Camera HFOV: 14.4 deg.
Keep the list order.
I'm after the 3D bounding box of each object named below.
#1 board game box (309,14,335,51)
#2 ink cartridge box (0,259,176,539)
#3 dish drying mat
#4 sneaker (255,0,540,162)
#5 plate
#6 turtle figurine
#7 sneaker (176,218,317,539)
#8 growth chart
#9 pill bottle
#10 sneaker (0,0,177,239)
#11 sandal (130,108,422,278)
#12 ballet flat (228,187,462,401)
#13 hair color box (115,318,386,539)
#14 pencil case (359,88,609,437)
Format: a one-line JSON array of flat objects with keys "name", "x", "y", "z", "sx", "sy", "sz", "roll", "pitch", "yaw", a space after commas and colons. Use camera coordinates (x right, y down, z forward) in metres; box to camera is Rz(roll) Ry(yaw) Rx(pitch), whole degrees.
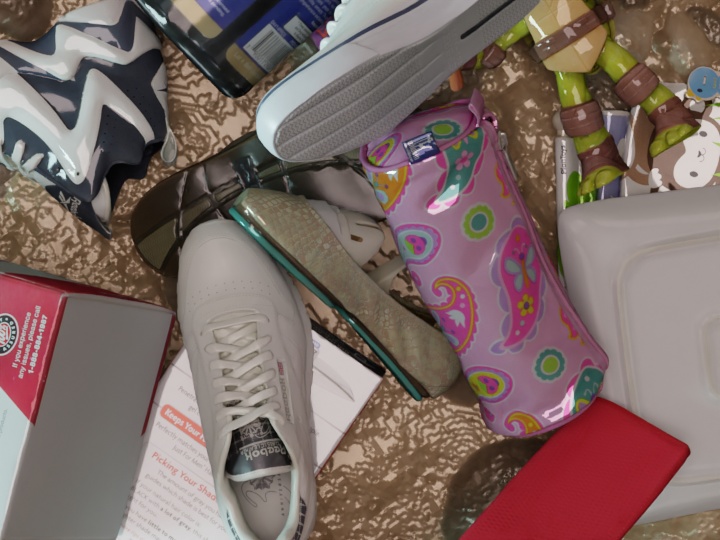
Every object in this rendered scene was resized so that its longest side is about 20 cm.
[{"name": "board game box", "x": -0.019, "y": -0.230, "z": 1.703, "sx": 0.120, "sy": 0.032, "sz": 0.200, "roll": -32, "pitch": 91, "yaw": -1}, {"name": "ink cartridge box", "x": -0.238, "y": 0.062, "z": 1.630, "sx": 0.200, "sy": 0.145, "sz": 0.146, "roll": 16, "pitch": 92, "yaw": 22}, {"name": "dish drying mat", "x": 0.103, "y": 0.156, "z": 1.633, "sx": 0.077, "sy": 0.018, "sz": 0.200, "roll": 31, "pitch": 63, "yaw": 26}, {"name": "sneaker", "x": 0.014, "y": -0.133, "z": 1.600, "sx": 0.200, "sy": 0.073, "sz": 0.071, "roll": -34, "pitch": 57, "yaw": -21}, {"name": "plate", "x": 0.229, "y": 0.046, "z": 1.691, "sx": 0.199, "sy": 0.032, "sz": 0.200, "roll": -9, "pitch": 99, "yaw": 0}, {"name": "turtle figurine", "x": 0.118, "y": -0.128, "z": 1.672, "sx": 0.200, "sy": 0.064, "sz": 0.162, "roll": -29, "pitch": 91, "yaw": 7}, {"name": "sneaker", "x": -0.062, "y": 0.068, "z": 1.626, "sx": 0.076, "sy": 0.081, "sz": 0.201, "roll": -13, "pitch": 89, "yaw": 4}, {"name": "growth chart", "x": 0.209, "y": -0.054, "z": 1.709, "sx": 0.199, "sy": 0.018, "sz": 0.145, "roll": -7, "pitch": 91, "yaw": 1}, {"name": "pill bottle", "x": -0.037, "y": -0.203, "z": 1.636, "sx": 0.200, "sy": 0.112, "sz": 0.112, "roll": -42, "pitch": 91, "yaw": 3}, {"name": "sneaker", "x": -0.199, "y": -0.068, "z": 1.685, "sx": 0.199, "sy": 0.079, "sz": 0.130, "roll": -21, "pitch": 83, "yaw": -8}, {"name": "sandal", "x": -0.041, "y": -0.049, "z": 1.700, "sx": 0.200, "sy": 0.055, "sz": 0.082, "roll": -24, "pitch": 88, "yaw": 15}, {"name": "ballet flat", "x": 0.000, "y": 0.000, "z": 1.660, "sx": 0.062, "sy": 0.067, "sz": 0.200, "roll": -44, "pitch": 128, "yaw": 1}, {"name": "hair color box", "x": -0.085, "y": 0.113, "z": 1.698, "sx": 0.111, "sy": 0.064, "sz": 0.200, "roll": 35, "pitch": 94, "yaw": 1}, {"name": "pencil case", "x": 0.072, "y": -0.004, "z": 1.635, "sx": 0.087, "sy": 0.087, "sz": 0.200, "roll": -25, "pitch": 110, "yaw": 2}]
